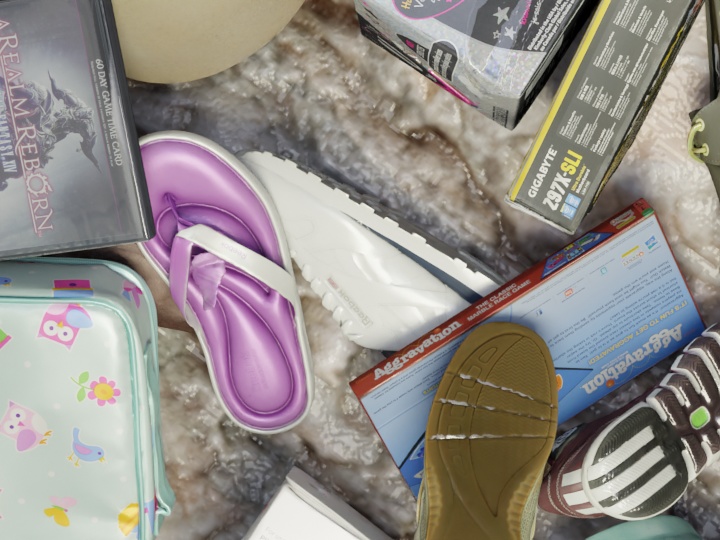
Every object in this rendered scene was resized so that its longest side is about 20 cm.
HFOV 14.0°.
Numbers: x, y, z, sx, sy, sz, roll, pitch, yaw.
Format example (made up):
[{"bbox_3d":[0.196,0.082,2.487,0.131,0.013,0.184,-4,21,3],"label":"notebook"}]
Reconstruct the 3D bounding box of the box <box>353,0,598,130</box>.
[{"bbox_3d":[0.073,-0.167,1.643,0.115,0.200,0.132,33,89,3],"label":"box"}]

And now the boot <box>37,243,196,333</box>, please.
[{"bbox_3d":[-0.162,-0.061,1.722,0.166,0.072,0.201,2,91,-9],"label":"boot"}]

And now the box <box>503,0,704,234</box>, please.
[{"bbox_3d":[0.157,-0.136,1.626,0.049,0.160,0.200,29,116,7],"label":"box"}]

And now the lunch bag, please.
[{"bbox_3d":[-0.187,0.092,1.678,0.160,0.077,0.201,0,113,1],"label":"lunch bag"}]

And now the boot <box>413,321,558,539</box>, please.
[{"bbox_3d":[0.061,0.142,1.664,0.072,0.155,0.201,9,69,-2],"label":"boot"}]

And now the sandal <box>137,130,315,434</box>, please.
[{"bbox_3d":[-0.074,0.010,1.679,0.082,0.050,0.203,-22,115,8],"label":"sandal"}]

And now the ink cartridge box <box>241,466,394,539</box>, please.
[{"bbox_3d":[-0.063,0.219,1.664,0.083,0.147,0.200,34,90,1],"label":"ink cartridge box"}]

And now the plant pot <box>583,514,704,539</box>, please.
[{"bbox_3d":[0.165,0.224,1.650,0.200,0.200,0.134,-27,61,1],"label":"plant pot"}]

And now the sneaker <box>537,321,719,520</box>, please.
[{"bbox_3d":[0.175,0.085,1.701,0.200,0.115,0.076,-28,93,-35],"label":"sneaker"}]

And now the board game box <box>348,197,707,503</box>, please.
[{"bbox_3d":[0.099,0.050,1.691,0.200,0.019,0.103,-32,128,-4],"label":"board game box"}]

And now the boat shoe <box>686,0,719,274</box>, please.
[{"bbox_3d":[0.220,-0.091,1.703,0.060,0.072,0.202,5,83,3],"label":"boat shoe"}]

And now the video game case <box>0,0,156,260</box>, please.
[{"bbox_3d":[-0.221,-0.074,1.620,0.199,0.019,0.143,-7,102,17],"label":"video game case"}]

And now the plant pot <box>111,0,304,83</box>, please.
[{"bbox_3d":[-0.140,-0.226,1.618,0.187,0.200,0.188,-9,69,24],"label":"plant pot"}]

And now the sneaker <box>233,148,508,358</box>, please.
[{"bbox_3d":[0.000,0.000,1.708,0.200,0.076,0.081,33,99,3],"label":"sneaker"}]
